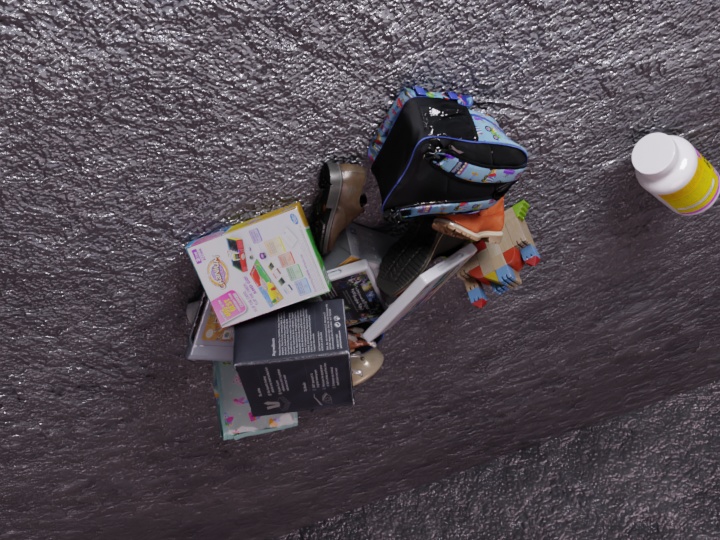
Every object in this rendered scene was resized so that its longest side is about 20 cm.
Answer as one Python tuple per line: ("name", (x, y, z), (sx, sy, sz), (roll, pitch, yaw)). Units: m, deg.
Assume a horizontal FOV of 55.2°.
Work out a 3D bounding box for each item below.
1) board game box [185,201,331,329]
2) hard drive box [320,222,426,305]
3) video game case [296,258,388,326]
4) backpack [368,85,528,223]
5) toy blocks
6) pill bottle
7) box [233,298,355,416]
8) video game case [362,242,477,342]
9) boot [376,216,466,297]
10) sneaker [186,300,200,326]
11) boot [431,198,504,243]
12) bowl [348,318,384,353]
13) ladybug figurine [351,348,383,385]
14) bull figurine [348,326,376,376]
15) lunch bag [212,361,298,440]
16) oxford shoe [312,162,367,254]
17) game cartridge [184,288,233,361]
("board game box", (-0.167, -0.007, 1.138), (0.198, 0.040, 0.155), (-18, 107, 7))
("hard drive box", (0.000, 0.000, 1.282), (0.199, 0.078, 0.156), (14, 140, -41))
("video game case", (-0.051, 0.057, 1.257), (0.180, 0.024, 0.200), (-17, 150, 6))
("backpack", (0.132, -0.165, 1.005), (0.198, 0.136, 0.183), (0, 147, -23))
("toy blocks", (0.256, -0.020, 1.303), (0.199, 0.138, 0.100), (-31, 147, 25))
("pill bottle", (0.554, -0.173, 1.216), (0.104, 0.105, 0.199), (-35, 145, 31))
("box", (-0.116, 0.160, 1.243), (0.197, 0.118, 0.198), (-6, 143, -3))
("video game case", (0.109, 0.041, 1.270), (0.181, 0.024, 0.200), (-30, 165, -47))
("boot", (0.124, -0.026, 1.230), (0.201, 0.077, 0.138), (-52, 148, 3))
("sneaker", (-0.250, 0.110, 1.354), (0.084, 0.074, 0.200), (-21, 148, 16))
("boot", (0.185, -0.104, 1.145), (0.074, 0.109, 0.199), (19, -168, 31))
("bowl", (-0.042, 0.133, 1.454), (0.198, 0.040, 0.201), (-11, 148, -7))
("ladybug figurine", (-0.037, 0.216, 1.595), (0.199, 0.136, 0.072), (-21, 108, 38))
("bull figurine", (-0.047, 0.180, 1.427), (0.120, 0.066, 0.201), (-3, 148, -20))
("lunch bag", (-0.227, 0.251, 1.467), (0.168, 0.202, 0.122), (-6, 159, -17))
("oxford shoe", (-0.031, -0.093, 1.116), (0.083, 0.073, 0.201), (-6, 149, -19))
("game cartridge", (-0.237, 0.083, 1.274), (0.132, 0.042, 0.202), (8, 117, -29))
